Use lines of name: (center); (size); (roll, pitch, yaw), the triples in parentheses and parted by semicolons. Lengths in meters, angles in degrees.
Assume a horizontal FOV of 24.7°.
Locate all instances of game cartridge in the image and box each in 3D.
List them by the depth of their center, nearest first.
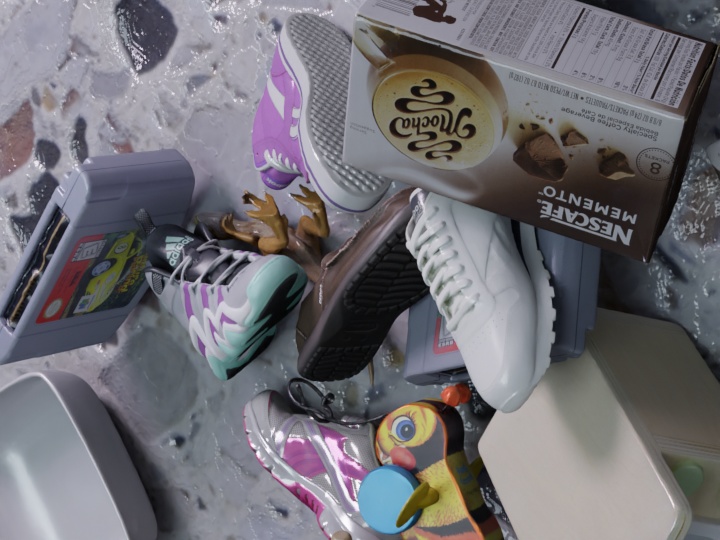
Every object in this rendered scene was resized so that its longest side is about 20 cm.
game cartridge: (0.092, 0.002, 1.106); (0.200, 0.041, 0.134); (-20, 57, 60)
game cartridge: (-0.214, -0.010, 1.325); (0.041, 0.133, 0.201); (45, 123, 20)

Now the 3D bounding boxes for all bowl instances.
bowl: (-0.269, 0.197, 1.461); (0.199, 0.074, 0.201); (-35, 80, 36)

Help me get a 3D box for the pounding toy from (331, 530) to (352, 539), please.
pounding toy: (0.012, 0.322, 1.201); (0.199, 0.143, 0.184); (28, 138, -16)

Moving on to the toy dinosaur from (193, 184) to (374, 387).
toy dinosaur: (-0.045, -0.012, 1.269); (0.200, 0.060, 0.107); (36, 149, 28)

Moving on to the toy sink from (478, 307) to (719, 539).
toy sink: (0.177, 0.137, 1.043); (0.131, 0.111, 0.201); (-64, 29, 28)

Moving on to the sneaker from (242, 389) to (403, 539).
sneaker: (-0.013, 0.150, 1.264); (0.088, 0.081, 0.200); (-45, 53, -3)

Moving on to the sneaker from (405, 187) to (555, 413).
sneaker: (0.067, -0.002, 1.028); (0.076, 0.080, 0.201); (-48, 39, 42)

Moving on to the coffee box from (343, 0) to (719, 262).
coffee box: (0.097, -0.098, 0.973); (0.199, 0.080, 0.114); (20, 136, 12)

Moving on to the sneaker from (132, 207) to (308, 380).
sneaker: (-0.120, 0.000, 1.249); (0.140, 0.078, 0.200); (48, 154, 4)

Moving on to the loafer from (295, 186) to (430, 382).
loafer: (0.000, 0.000, 1.158); (0.200, 0.073, 0.071); (-51, 46, 42)

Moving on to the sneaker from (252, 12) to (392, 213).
sneaker: (-0.031, -0.084, 1.189); (0.201, 0.072, 0.115); (-104, 33, -48)

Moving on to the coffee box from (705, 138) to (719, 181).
coffee box: (0.298, -0.006, 0.967); (0.080, 0.113, 0.201); (-30, 82, 37)

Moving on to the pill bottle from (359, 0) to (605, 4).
pill bottle: (0.100, -0.209, 1.073); (0.199, 0.104, 0.105); (-13, 93, 38)

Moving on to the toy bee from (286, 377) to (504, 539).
toy bee: (0.044, 0.135, 1.136); (0.109, 0.131, 0.200); (-41, 98, 23)

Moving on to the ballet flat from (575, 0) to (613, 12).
ballet flat: (0.108, -0.123, 1.082); (0.056, 0.067, 0.200); (23, 149, -7)
